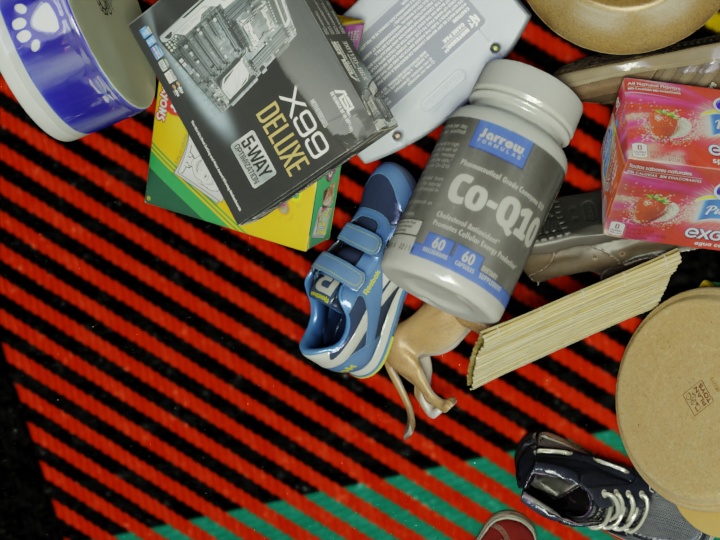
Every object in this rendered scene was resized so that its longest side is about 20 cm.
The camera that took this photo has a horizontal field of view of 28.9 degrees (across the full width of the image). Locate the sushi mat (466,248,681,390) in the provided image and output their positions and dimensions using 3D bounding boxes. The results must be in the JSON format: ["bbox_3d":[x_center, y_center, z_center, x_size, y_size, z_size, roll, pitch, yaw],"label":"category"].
[{"bbox_3d":[0.183,0.044,1.208,0.198,0.096,0.012,-22,64,-14],"label":"sushi mat"}]

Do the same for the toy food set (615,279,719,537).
[{"bbox_3d":[0.308,0.112,1.213,0.200,0.048,0.199,50,120,40],"label":"toy food set"}]

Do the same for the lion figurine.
[{"bbox_3d":[0.071,0.052,1.277,0.123,0.072,0.200,46,109,4],"label":"lion figurine"}]

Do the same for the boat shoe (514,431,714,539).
[{"bbox_3d":[0.231,0.217,1.272,0.198,0.093,0.075,20,105,5],"label":"boat shoe"}]

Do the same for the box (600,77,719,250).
[{"bbox_3d":[0.304,-0.083,1.160,0.197,0.100,0.096,8,139,0],"label":"box"}]

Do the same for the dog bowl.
[{"bbox_3d":[-0.254,-0.219,1.206,0.078,0.200,0.202,-19,99,11],"label":"dog bowl"}]

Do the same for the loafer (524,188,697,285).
[{"bbox_3d":[0.228,-0.033,1.239,0.197,0.074,0.071,-6,136,10],"label":"loafer"}]

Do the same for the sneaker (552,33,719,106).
[{"bbox_3d":[0.265,-0.155,1.197,0.197,0.071,0.076,-8,106,13],"label":"sneaker"}]

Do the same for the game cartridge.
[{"bbox_3d":[0.048,-0.196,1.244,0.200,0.041,0.133,-40,90,16],"label":"game cartridge"}]

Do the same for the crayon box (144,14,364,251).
[{"bbox_3d":[-0.097,-0.139,1.245,0.171,0.058,0.203,17,108,22],"label":"crayon box"}]

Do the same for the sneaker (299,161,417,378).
[{"bbox_3d":[0.000,0.000,1.257,0.074,0.082,0.203,23,102,49],"label":"sneaker"}]

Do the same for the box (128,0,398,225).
[{"bbox_3d":[-0.083,-0.164,1.172,0.157,0.050,0.202,-30,86,26],"label":"box"}]

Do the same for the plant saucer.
[{"bbox_3d":[0.222,-0.284,1.164,0.197,0.035,0.203,-1,86,13],"label":"plant saucer"}]

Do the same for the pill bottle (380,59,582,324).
[{"bbox_3d":[0.106,-0.067,1.178,0.113,0.114,0.202,25,80,4],"label":"pill bottle"}]

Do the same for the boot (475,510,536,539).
[{"bbox_3d":[0.101,0.335,1.295,0.072,0.144,0.202,25,107,2],"label":"boot"}]
